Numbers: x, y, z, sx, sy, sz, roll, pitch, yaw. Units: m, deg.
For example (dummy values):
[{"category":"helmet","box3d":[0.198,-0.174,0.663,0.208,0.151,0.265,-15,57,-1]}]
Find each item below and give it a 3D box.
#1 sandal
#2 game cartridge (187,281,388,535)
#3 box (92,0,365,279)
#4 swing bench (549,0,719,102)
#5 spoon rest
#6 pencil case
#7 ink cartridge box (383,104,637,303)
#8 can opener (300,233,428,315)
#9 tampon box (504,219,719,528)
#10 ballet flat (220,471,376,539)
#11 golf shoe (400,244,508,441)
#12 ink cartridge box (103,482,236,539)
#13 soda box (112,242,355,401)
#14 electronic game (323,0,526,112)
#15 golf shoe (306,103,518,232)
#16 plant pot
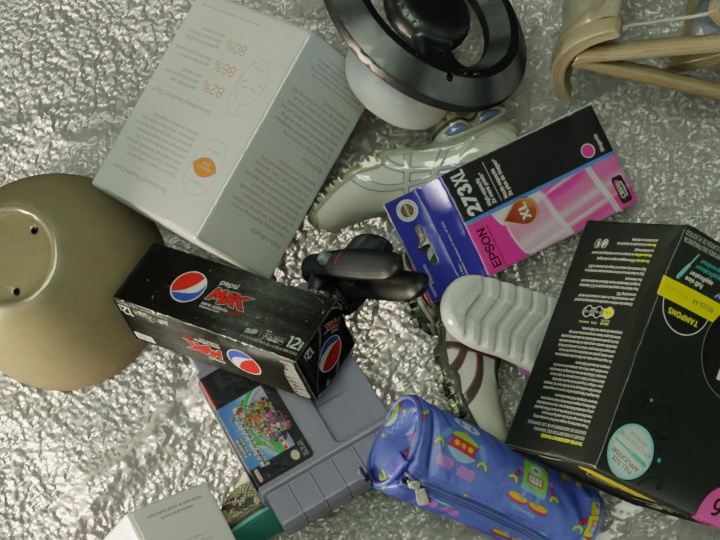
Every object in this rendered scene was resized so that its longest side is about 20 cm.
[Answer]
[{"category":"sandal","box3d":[0.153,0.062,1.396,0.203,0.050,0.083,31,68,-14]},{"category":"game cartridge","box3d":[-0.056,0.114,1.420,0.130,0.038,0.200,-28,56,-9]},{"category":"box","box3d":[-0.110,-0.118,1.453,0.152,0.106,0.200,27,86,40]},{"category":"swing bench","box3d":[0.265,-0.250,1.389,0.200,0.130,0.199,6,67,13]},{"category":"spoon rest","box3d":[0.051,-0.197,1.451,0.099,0.061,0.200,33,53,-6]},{"category":"pencil case","box3d":[0.100,0.175,1.342,0.200,0.087,0.078,28,123,-19]},{"category":"ink cartridge box","box3d":[0.128,-0.057,1.409,0.200,0.037,0.095,-26,90,-13]},{"category":"can opener","box3d":[0.000,0.000,1.390,0.063,0.200,0.079,26,84,-16]},{"category":"tampon box","box3d":[0.236,0.080,1.320,0.150,0.126,0.200,26,81,-27]},{"category":"ballet flat","box3d":[-0.049,0.177,1.435,0.200,0.068,0.075,-24,61,2]},{"category":"golf shoe","box3d":[0.097,0.066,1.417,0.088,0.077,0.200,-19,79,-4]},{"category":"ink cartridge box","box3d":[-0.141,0.300,1.381,0.083,0.147,0.200,-18,72,-36]},{"category":"soda box","box3d":[-0.109,0.042,1.423,0.200,0.063,0.071,17,58,29]},{"category":"electronic game","box3d":[0.054,-0.216,1.399,0.042,0.200,0.200,-46,68,45]},{"category":"golf shoe","box3d":[0.052,-0.068,1.453,0.200,0.078,0.097,-27,81,7]},{"category":"plant pot","box3d":[-0.286,-0.001,1.480,0.200,0.134,0.201,-3,78,12]}]
